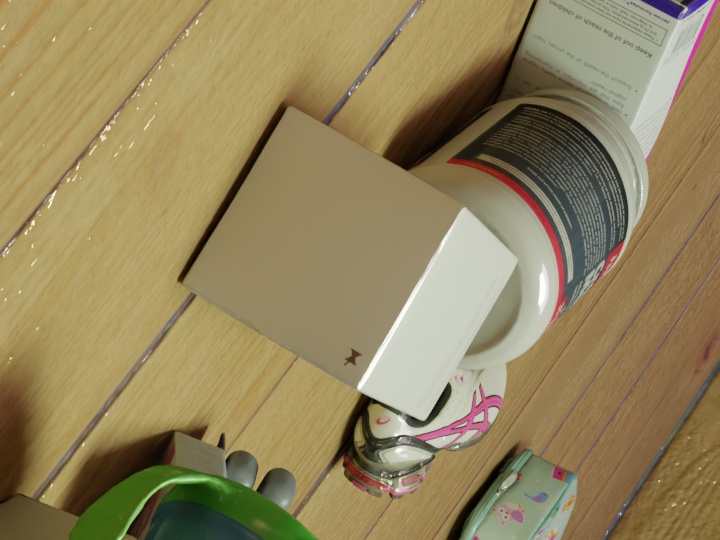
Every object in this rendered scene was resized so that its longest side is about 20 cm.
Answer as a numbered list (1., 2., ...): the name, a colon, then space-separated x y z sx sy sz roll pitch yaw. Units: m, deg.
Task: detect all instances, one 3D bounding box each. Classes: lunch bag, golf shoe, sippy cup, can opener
1. lunch bag: 0.137 0.281 2.636 0.160 0.077 0.200 -44 159 -43
2. golf shoe: 0.063 0.096 2.034 0.200 0.073 0.092 -40 155 -52
3. sippy cup: -0.082 0.192 1.316 0.130 0.178 0.140 -45 179 -29
4. can opener: -0.099 0.196 1.659 0.200 0.053 0.067 -59 -169 32

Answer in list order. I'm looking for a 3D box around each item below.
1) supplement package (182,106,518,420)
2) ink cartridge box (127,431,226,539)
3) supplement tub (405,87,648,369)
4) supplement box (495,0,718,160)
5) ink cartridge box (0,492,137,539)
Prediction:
1. supplement package: 0.000 0.000 1.538 0.120 0.121 0.200 -59 166 0
2. ink cartridge box: -0.138 0.197 1.569 0.197 0.043 0.200 -62 -170 8
3. supplement tub: 0.099 -0.032 1.768 0.200 0.140 0.141 -39 155 -54
4. supplement box: 0.167 -0.135 1.872 0.101 0.103 0.200 -39 154 -56
5. ink cartridge box: -0.193 0.233 1.362 0.145 0.083 0.200 -31 138 -62
